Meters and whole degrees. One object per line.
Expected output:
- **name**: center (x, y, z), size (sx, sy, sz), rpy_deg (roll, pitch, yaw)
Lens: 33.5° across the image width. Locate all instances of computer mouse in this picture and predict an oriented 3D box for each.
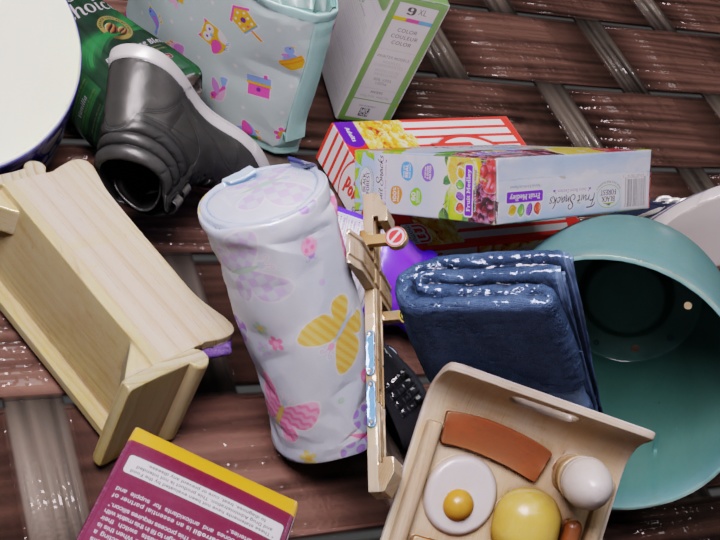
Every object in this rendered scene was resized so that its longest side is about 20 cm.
- **computer mouse**: center (0.004, 0.037, 0.862), size (0.034, 0.059, 0.201), rpy_deg (-25, 89, -9)

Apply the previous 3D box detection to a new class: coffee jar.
- **coffee jar**: center (-0.232, -0.180, 0.975), size (0.200, 0.086, 0.104), rpy_deg (38, 42, 11)

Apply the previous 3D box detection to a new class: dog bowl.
- **dog bowl**: center (-0.300, -0.144, 0.841), size (0.199, 0.079, 0.202), rpy_deg (8, 70, -21)

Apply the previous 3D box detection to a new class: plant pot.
- **plant pot**: center (0.191, 0.049, 0.901), size (0.200, 0.201, 0.161), rpy_deg (30, 30, 3)

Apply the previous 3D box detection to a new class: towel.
- **towel**: center (0.095, 0.060, 0.776), size (0.111, 0.200, 0.049), rpy_deg (-1, 54, 18)

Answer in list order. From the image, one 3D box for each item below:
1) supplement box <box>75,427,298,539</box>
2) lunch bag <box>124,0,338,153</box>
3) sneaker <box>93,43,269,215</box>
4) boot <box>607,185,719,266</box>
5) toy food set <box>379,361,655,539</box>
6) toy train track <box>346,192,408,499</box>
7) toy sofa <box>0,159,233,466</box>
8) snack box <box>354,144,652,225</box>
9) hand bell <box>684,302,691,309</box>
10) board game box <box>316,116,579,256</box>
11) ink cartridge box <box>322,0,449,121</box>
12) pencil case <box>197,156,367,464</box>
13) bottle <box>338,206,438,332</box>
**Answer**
- **supplement box**: center (-0.120, 0.201, 0.652), size (0.110, 0.086, 0.201), rpy_deg (25, 41, -4)
- **lunch bag**: center (-0.099, -0.217, 1.020), size (0.122, 0.171, 0.200), rpy_deg (-30, 66, -36)
- **sneaker**: center (-0.135, -0.074, 0.902), size (0.070, 0.200, 0.100), rpy_deg (1, 65, 28)
- **boot**: center (0.277, -0.042, 1.039), size (0.073, 0.199, 0.091), rpy_deg (51, 33, -23)
- **toy food set**: center (0.089, 0.174, 0.743), size (0.143, 0.060, 0.201), rpy_deg (19, 86, -9)
- **toy train track**: center (0.020, 0.044, 0.773), size (0.032, 0.115, 0.202), rpy_deg (-6, 67, 13)
- **toy sofa**: center (-0.182, 0.022, 0.802), size (0.200, 0.083, 0.097), rpy_deg (46, 41, 19)
- **snack box**: center (0.113, -0.070, 0.932), size (0.199, 0.053, 0.142), rpy_deg (-7, 10, -44)
- **hand bell**: center (0.352, 0.004, 1.010), size (0.104, 0.200, 0.105), rpy_deg (22, 42, -21)
- **board game box**: center (0.080, -0.067, 1.061), size (0.199, 0.046, 0.152), rpy_deg (-7, 52, -34)
- **ink cartridge box**: center (0.026, -0.240, 1.088), size (0.059, 0.201, 0.104), rpy_deg (5, 46, -24)
- **pencil case**: center (-0.043, 0.030, 0.784), size (0.083, 0.201, 0.090), rpy_deg (-35, 34, -32)
- **bottle**: center (0.000, 0.000, 0.924), size (0.199, 0.065, 0.084), rpy_deg (18, 85, -11)
